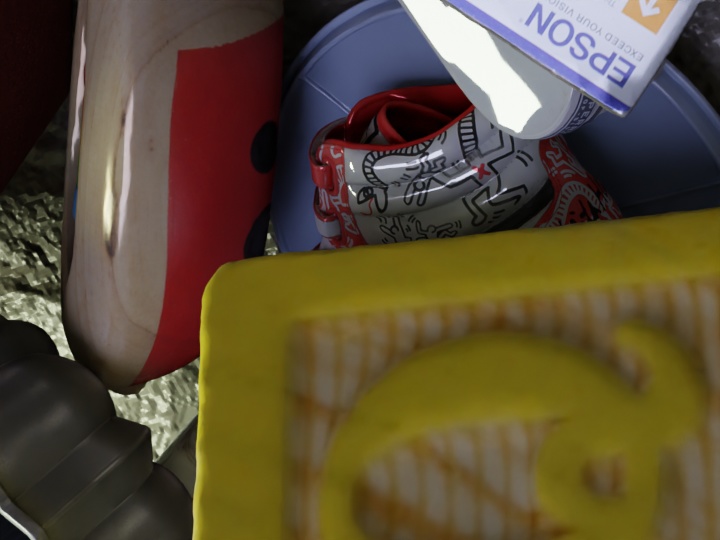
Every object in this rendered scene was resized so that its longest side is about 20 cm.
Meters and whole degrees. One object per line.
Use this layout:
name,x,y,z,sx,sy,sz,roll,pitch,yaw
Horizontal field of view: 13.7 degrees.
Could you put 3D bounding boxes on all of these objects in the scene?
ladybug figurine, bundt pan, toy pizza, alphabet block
ladybug figurine,-0.069,-0.046,1.091,0.072,0.136,0.200,3,117,-9
bundt pan,-0.128,0.092,1.114,0.202,0.076,0.202,35,148,25
toy pizza,0.058,-0.020,1.095,0.200,0.032,0.201,14,127,20
alphabet block,0.057,0.119,0.986,0.195,0.197,0.200,-8,144,8

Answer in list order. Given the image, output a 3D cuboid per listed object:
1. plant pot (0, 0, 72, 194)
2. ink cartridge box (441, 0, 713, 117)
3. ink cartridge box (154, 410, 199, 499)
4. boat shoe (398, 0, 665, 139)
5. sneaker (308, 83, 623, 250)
plant pot,-0.214,-0.097,1.097,0.200,0.200,0.176,3,133,27
ink cartridge box,0.058,-0.184,0.939,0.199,0.041,0.200,34,108,4
ink cartridge box,-0.049,0.149,1.229,0.145,0.083,0.200,40,130,-1
boat shoe,0.033,-0.137,1.009,0.200,0.066,0.072,54,136,15
sneaker,0.001,-0.001,1.076,0.201,0.067,0.108,-24,107,34
